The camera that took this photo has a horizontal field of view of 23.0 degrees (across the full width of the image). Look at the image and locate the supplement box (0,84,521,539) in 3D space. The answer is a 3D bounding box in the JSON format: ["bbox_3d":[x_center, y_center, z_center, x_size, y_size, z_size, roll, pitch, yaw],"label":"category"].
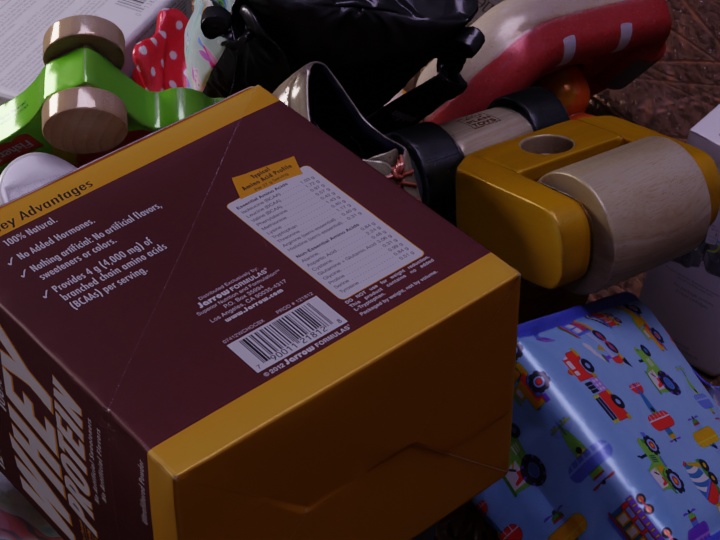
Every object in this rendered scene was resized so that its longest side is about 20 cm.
[{"bbox_3d":[-0.064,0.043,0.846,0.196,0.134,0.200,-29,48,-29],"label":"supplement box"}]

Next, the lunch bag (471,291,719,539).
[{"bbox_3d":[0.153,0.091,0.968,0.199,0.094,0.151,-19,66,-49],"label":"lunch bag"}]

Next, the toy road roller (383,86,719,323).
[{"bbox_3d":[0.106,-0.014,1.041,0.122,0.147,0.199,-20,28,-32],"label":"toy road roller"}]

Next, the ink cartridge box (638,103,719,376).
[{"bbox_3d":[0.241,-0.049,1.089,0.068,0.201,0.115,30,43,22],"label":"ink cartridge box"}]

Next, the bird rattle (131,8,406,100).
[{"bbox_3d":[-0.053,-0.133,1.209,0.163,0.113,0.200,46,52,14],"label":"bird rattle"}]

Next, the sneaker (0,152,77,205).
[{"bbox_3d":[-0.134,0.025,1.005,0.200,0.099,0.071,43,59,-4],"label":"sneaker"}]

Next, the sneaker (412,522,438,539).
[{"bbox_3d":[-0.002,0.167,0.908,0.199,0.074,0.088,-28,86,-46],"label":"sneaker"}]

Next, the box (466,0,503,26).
[{"bbox_3d":[0.073,-0.304,1.313,0.198,0.171,0.200,27,22,-45],"label":"box"}]

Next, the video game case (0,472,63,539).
[{"bbox_3d":[-0.147,0.133,0.929,0.198,0.023,0.183,18,41,9],"label":"video game case"}]

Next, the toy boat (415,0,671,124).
[{"bbox_3d":[0.137,-0.118,1.229,0.199,0.130,0.132,-18,78,-33],"label":"toy boat"}]

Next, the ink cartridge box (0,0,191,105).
[{"bbox_3d":[-0.238,-0.170,1.248,0.172,0.044,0.200,18,41,15],"label":"ink cartridge box"}]

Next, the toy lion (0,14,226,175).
[{"bbox_3d":[-0.157,-0.057,1.054,0.199,0.192,0.069,-21,56,23],"label":"toy lion"}]

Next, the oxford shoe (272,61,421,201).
[{"bbox_3d":[0.007,-0.025,0.970,0.070,0.075,0.200,-23,69,-48],"label":"oxford shoe"}]

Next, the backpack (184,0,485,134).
[{"bbox_3d":[-0.031,-0.145,1.077,0.166,0.200,0.128,10,66,-17],"label":"backpack"}]
